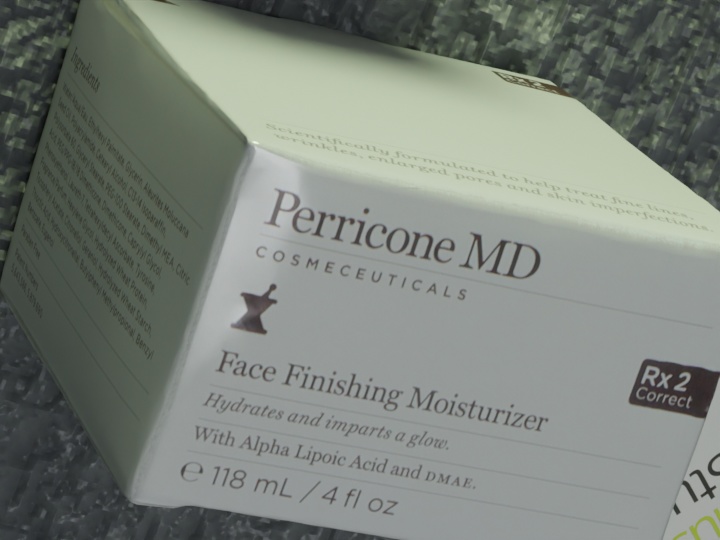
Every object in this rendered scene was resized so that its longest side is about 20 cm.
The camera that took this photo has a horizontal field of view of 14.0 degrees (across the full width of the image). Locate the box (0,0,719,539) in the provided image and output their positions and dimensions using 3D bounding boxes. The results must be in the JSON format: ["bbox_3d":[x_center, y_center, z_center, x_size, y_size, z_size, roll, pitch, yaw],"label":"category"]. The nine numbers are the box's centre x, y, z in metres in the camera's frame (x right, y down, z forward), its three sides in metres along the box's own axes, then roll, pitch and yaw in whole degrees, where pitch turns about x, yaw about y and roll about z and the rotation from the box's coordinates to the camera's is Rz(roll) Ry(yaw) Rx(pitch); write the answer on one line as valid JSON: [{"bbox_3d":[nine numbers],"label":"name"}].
[{"bbox_3d":[0.000,0.000,1.040,0.198,0.200,0.131,11,106,-24],"label":"box"}]

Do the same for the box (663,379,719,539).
[{"bbox_3d":[0.164,0.099,1.234,0.144,0.036,0.200,-34,119,-5],"label":"box"}]
